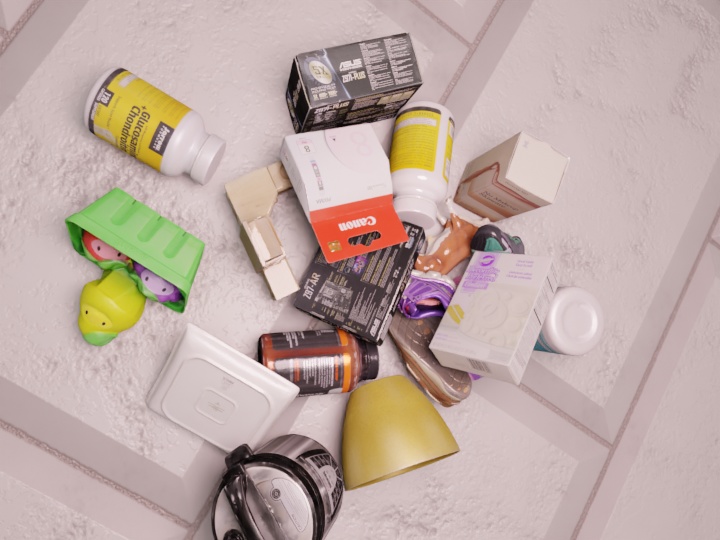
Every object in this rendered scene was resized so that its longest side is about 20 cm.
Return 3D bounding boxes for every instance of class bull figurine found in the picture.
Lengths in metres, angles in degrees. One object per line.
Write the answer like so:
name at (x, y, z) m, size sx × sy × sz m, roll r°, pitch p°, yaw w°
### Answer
bull figurine at (0.161, -0.055, 0.967) m, size 0.199 × 0.065 × 0.122 m, roll -41°, pitch 93°, yaw -14°

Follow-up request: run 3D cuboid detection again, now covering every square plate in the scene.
square plate at (-0.222, 0.202, 0.816) m, size 0.198 × 0.029 × 0.199 m, roll 32°, pitch 119°, yaw -9°

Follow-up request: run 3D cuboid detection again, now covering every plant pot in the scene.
plant pot at (0.049, 0.260, 0.871) m, size 0.195 × 0.201 × 0.145 m, roll -12°, pitch 66°, yaw -14°

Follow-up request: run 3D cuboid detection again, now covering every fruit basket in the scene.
fruit basket at (-0.361, 0.013, 0.802) m, size 0.211 × 0.155 × 0.221 m, roll 8°, pitch 69°, yaw -21°

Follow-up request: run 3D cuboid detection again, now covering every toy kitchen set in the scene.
toy kitchen set at (-0.104, -0.080, 0.852) m, size 0.178 × 0.163 × 0.204 m, roll -25°, pitch 93°, yaw -14°

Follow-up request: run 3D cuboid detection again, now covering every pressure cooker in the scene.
pressure cooker at (-0.122, 0.354, 0.782) m, size 0.172 × 0.200 × 0.183 m, roll 12°, pitch 89°, yaw 13°

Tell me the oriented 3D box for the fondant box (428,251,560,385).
fondant box at (0.215, 0.067, 0.839) m, size 0.059 × 0.142 × 0.202 m, roll 52°, pitch 58°, yaw -36°

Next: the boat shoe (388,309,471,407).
boat shoe at (0.104, 0.154, 0.915) m, size 0.075 × 0.072 × 0.201 m, roll -20°, pitch 61°, yaw -38°

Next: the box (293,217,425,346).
box at (0.000, 0.000, 0.872) m, size 0.157 × 0.044 × 0.204 m, roll 20°, pitch 78°, yaw 18°

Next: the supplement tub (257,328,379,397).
supplement tub at (-0.070, 0.153, 0.875) m, size 0.195 × 0.107 × 0.110 m, roll -2°, pitch 87°, yaw -15°

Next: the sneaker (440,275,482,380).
sneaker at (0.198, 0.112, 0.963) m, size 0.086 × 0.080 × 0.206 m, roll 1°, pitch 92°, yaw -18°

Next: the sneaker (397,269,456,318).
sneaker at (0.070, 0.039, 0.903) m, size 0.195 × 0.084 × 0.082 m, roll 6°, pitch 129°, yaw 7°

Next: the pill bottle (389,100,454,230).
pill bottle at (0.103, -0.180, 0.918) m, size 0.109 × 0.111 × 0.205 m, roll 13°, pitch 72°, yaw -12°

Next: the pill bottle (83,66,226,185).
pill bottle at (-0.319, -0.222, 0.834) m, size 0.197 × 0.112 × 0.114 m, roll 29°, pitch 80°, yaw -10°

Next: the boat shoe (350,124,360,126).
boat shoe at (0.009, -0.160, 0.931) m, size 0.074 × 0.072 × 0.204 m, roll -20°, pitch 91°, yaw -14°

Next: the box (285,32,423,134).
box at (-0.018, -0.306, 0.887) m, size 0.196 × 0.164 × 0.088 m, roll -17°, pitch 91°, yaw -13°

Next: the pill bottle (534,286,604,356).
pill bottle at (0.323, 0.087, 0.928) m, size 0.108 × 0.200 × 0.114 m, roll 1°, pitch 86°, yaw -14°

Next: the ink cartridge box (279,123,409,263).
ink cartridge box at (-0.017, -0.129, 0.820) m, size 0.160 × 0.057 × 0.203 m, roll -16°, pitch 67°, yaw -29°

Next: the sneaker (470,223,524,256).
sneaker at (0.256, -0.043, 0.954) m, size 0.200 × 0.073 × 0.089 m, roll 50°, pitch 58°, yaw -50°

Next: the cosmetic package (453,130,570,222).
cosmetic package at (0.257, -0.156, 0.926) m, size 0.102 × 0.200 × 0.089 m, roll 25°, pitch 80°, yaw -10°
